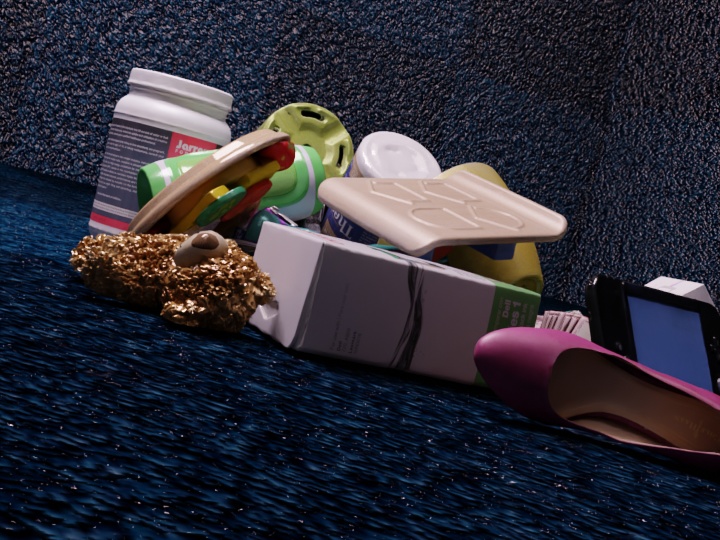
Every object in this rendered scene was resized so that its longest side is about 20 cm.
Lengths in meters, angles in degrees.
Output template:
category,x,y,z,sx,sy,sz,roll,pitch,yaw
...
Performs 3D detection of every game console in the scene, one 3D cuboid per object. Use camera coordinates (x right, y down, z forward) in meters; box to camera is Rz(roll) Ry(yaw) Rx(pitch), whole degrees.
category,x,y,z,sx,sy,sz,roll,pitch,yaw
game console,0.297,0.088,0.904,0.198,0.179,0.116,13,-25,-40

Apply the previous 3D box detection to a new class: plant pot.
category,x,y,z,sx,sy,sz,roll,pitch,yaw
plant pot,0.132,-0.001,1.273,0.199,0.201,0.142,10,31,-54
plant pot,-0.090,-0.120,1.415,0.196,0.204,0.190,14,-21,-13

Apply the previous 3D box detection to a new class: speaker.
category,x,y,z,sx,sy,sz,roll,pitch,yaw
speaker,-0.140,-0.088,1.191,0.197,0.090,0.088,-10,13,-25

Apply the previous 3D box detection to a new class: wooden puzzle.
category,x,y,z,sx,sy,sz,roll,pitch,yaw
wooden puzzle,0.081,-0.051,1.106,0.197,0.047,0.184,-8,26,-35

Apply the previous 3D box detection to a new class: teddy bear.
category,x,y,z,sx,sy,sz,roll,pitch,yaw
teddy bear,-0.148,-0.006,0.842,0.142,0.068,0.200,11,3,-21

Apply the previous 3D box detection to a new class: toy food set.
category,x,y,z,sx,sy,sz,roll,pitch,yaw
toy food set,-0.144,-0.063,1.037,0.199,0.049,0.197,-37,-1,41

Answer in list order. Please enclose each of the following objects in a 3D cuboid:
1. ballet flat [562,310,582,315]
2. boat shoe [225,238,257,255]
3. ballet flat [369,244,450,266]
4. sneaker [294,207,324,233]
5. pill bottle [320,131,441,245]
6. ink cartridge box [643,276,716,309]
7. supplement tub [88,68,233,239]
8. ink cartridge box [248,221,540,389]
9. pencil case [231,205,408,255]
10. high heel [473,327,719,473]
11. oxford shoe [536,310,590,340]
category,x,y,z,sx,sy,sz,roll,pitch,yaw
ballet flat,0.230,0.082,1.175,0.071,0.073,0.199,15,4,20
boat shoe,-0.057,0.011,1.021,0.196,0.071,0.066,14,11,0
ballet flat,0.000,0.000,1.173,0.196,0.064,0.067,9,15,12
sneaker,-0.053,-0.027,1.272,0.197,0.116,0.075,16,4,33
pill bottle,0.013,-0.060,1.332,0.109,0.201,0.112,16,42,-15
ink cartridge box,0.339,0.076,1.140,0.067,0.118,0.200,-26,2,3
supplement tub,-0.230,-0.119,1.267,0.138,0.204,0.140,14,3,-1
ink cartridge box,0.020,0.028,0.871,0.197,0.086,0.146,14,2,-26
pencil case,-0.030,0.000,1.100,0.196,0.094,0.085,16,3,8
high heel,0.176,0.083,0.729,0.197,0.069,0.096,18,-9,-14
oxford shoe,0.146,0.074,1.052,0.198,0.071,0.075,15,-24,36
